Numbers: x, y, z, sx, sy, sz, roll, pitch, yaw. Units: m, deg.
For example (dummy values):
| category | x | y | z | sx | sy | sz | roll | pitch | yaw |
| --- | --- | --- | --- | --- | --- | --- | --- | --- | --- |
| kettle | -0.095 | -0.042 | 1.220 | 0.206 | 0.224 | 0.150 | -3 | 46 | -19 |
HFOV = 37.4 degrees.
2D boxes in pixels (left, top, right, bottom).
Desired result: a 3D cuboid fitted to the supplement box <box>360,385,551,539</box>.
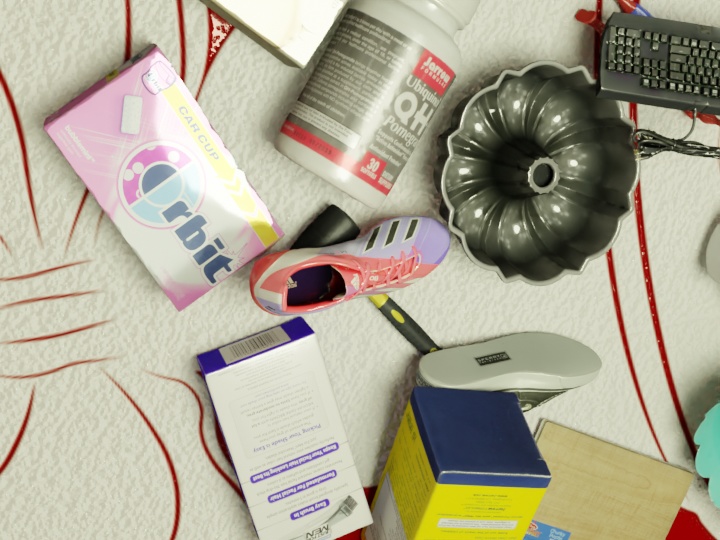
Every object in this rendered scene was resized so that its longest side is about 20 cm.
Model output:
| category | x | y | z | sx | sy | sz | roll | pitch | yaw |
| --- | --- | --- | --- | --- | --- | --- | --- | --- | --- |
| supplement box | 0.083 | 0.221 | 0.988 | 0.108 | 0.109 | 0.202 | 6 | 125 | -17 |

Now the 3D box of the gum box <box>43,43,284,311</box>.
| category | x | y | z | sx | sy | sz | roll | pitch | yaw |
| --- | --- | --- | --- | --- | --- | --- | --- | --- | --- |
| gum box | -0.162 | -0.074 | 0.900 | 0.113 | 0.066 | 0.201 | -35 | 110 | -4 |

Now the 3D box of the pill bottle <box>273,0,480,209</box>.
| category | x | y | z | sx | sy | sz | roll | pitch | yaw |
| --- | --- | --- | --- | --- | --- | --- | --- | --- | --- |
| pill bottle | 0.018 | -0.164 | 0.908 | 0.110 | 0.111 | 0.202 | 29 | 94 | -20 |

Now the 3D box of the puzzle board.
| category | x | y | z | sx | sy | sz | roll | pitch | yaw |
| --- | --- | --- | --- | --- | --- | --- | --- | --- | --- |
| puzzle board | 0.245 | 0.254 | 1.128 | 0.198 | 0.017 | 0.152 | 21 | 98 | -19 |

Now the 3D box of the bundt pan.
| category | x | y | z | sx | sy | sz | roll | pitch | yaw |
| --- | --- | --- | --- | --- | --- | --- | --- | --- | --- |
| bundt pan | 0.153 | -0.092 | 0.982 | 0.199 | 0.076 | 0.205 | -4 | 102 | -17 |

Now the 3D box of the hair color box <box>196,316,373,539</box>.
| category | x | y | z | sx | sy | sz | roll | pitch | yaw |
| --- | --- | --- | --- | --- | --- | --- | --- | --- | --- |
| hair color box | -0.069 | 0.158 | 0.987 | 0.108 | 0.065 | 0.203 | -19 | 106 | -12 |

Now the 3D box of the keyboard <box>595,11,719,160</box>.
| category | x | y | z | sx | sy | sz | roll | pitch | yaw |
| --- | --- | --- | --- | --- | --- | --- | --- | --- | --- |
| keyboard | 0.305 | -0.157 | 0.955 | 0.197 | 0.021 | 0.129 | 5 | 90 | -11 |

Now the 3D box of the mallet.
| category | x | y | z | sx | sy | sz | roll | pitch | yaw |
| --- | --- | --- | --- | --- | --- | --- | --- | --- | --- |
| mallet | 0.022 | 0.017 | 0.997 | 0.199 | 0.041 | 0.066 | 37 | 89 | -26 |

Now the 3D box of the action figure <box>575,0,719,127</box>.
| category | x | y | z | sx | sy | sz | roll | pitch | yaw |
| --- | --- | --- | --- | --- | --- | --- | --- | --- | --- |
| action figure | 0.304 | -0.196 | 0.996 | 0.199 | 0.099 | 0.066 | 32 | 93 | -23 |

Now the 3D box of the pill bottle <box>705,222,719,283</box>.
| category | x | y | z | sx | sy | sz | roll | pitch | yaw |
| --- | --- | --- | --- | --- | --- | --- | --- | --- | --- |
| pill bottle | 0.453 | 0.006 | 1.079 | 0.198 | 0.109 | 0.111 | 19 | 98 | -19 |

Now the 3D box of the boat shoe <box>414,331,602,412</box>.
| category | x | y | z | sx | sy | sz | roll | pitch | yaw |
| --- | --- | --- | --- | --- | --- | --- | --- | --- | --- |
| boat shoe | 0.141 | 0.108 | 1.039 | 0.197 | 0.071 | 0.064 | -4 | 126 | -19 |

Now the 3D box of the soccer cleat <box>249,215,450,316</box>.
| category | x | y | z | sx | sy | sz | roll | pitch | yaw |
| --- | --- | --- | --- | --- | --- | --- | --- | --- | --- |
| soccer cleat | 0.000 | 0.000 | 0.918 | 0.198 | 0.076 | 0.068 | -12 | 109 | -24 |

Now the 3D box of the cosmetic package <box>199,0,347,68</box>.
| category | x | y | z | sx | sy | sz | roll | pitch | yaw |
| --- | --- | --- | --- | --- | --- | --- | --- | --- | --- |
| cosmetic package | -0.105 | -0.266 | 0.869 | 0.199 | 0.073 | 0.104 | 33 | 93 | -20 |

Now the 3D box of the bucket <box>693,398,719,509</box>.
| category | x | y | z | sx | sy | sz | roll | pitch | yaw |
| --- | --- | --- | --- | --- | --- | --- | --- | --- | --- |
| bucket | 0.451 | 0.175 | 1.063 | 0.134 | 0.206 | 0.209 | -37 | 113 | -33 |
